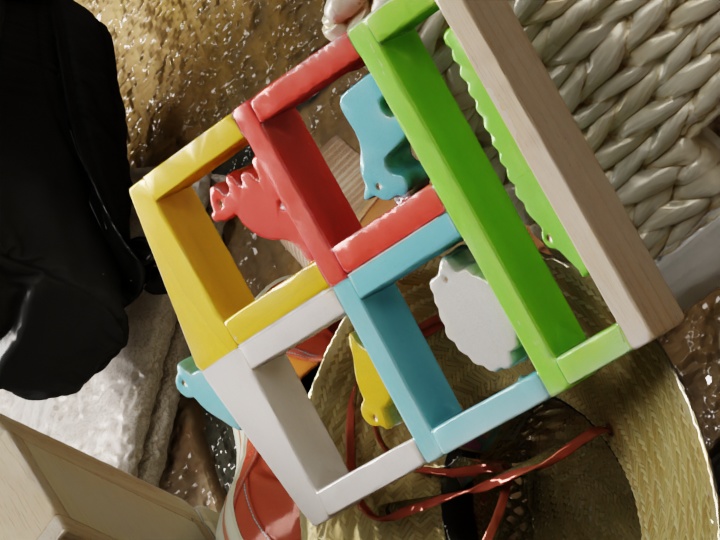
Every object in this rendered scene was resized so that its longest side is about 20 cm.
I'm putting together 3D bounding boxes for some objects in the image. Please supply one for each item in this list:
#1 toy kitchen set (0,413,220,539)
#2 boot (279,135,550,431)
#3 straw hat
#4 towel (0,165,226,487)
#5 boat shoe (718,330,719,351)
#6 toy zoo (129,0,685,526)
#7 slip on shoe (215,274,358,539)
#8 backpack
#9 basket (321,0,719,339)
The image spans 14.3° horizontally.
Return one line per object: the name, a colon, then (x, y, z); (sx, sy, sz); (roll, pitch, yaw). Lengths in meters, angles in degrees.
toy kitchen set: (-0.127, 0.162, 1.087); (0.200, 0.180, 0.163); (-54, 38, 9)
boot: (0.069, -0.046, 1.091); (0.200, 0.077, 0.155); (-48, 47, -4)
straw hat: (0.073, 0.083, 0.945); (0.200, 0.085, 0.203); (-1, 89, 48)
towel: (-0.126, 0.046, 1.274); (0.132, 0.034, 0.201); (-9, 61, 45)
boat shoe: (0.199, -0.013, 0.924); (0.200, 0.072, 0.068); (-46, 46, 25)
toy zoo: (0.000, 0.000, 0.917); (0.200, 0.020, 0.132); (-31, 86, 44)
slip on shoe: (-0.013, 0.057, 1.083); (0.061, 0.074, 0.200); (-46, 17, 22)
backpack: (-0.174, -0.049, 1.244); (0.126, 0.167, 0.201); (-41, 34, 27)
basket: (0.117, -0.125, 0.955); (0.198, 0.161, 0.200); (-42, 13, 30)
